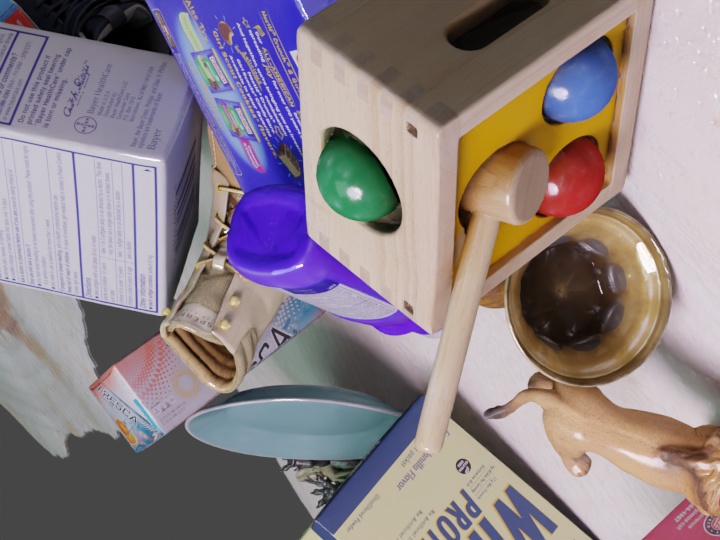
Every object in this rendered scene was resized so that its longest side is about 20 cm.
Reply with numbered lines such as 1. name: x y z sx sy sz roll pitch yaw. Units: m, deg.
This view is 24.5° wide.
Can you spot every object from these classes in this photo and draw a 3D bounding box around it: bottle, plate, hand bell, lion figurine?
1. bottle: 0.000 0.000 1.098 0.083 0.065 0.200 6 168 38
2. plate: -0.044 0.123 1.367 0.200 0.200 0.026 129 144 -65
3. hand bell: 0.103 0.010 1.039 0.104 0.104 0.200 58 168 -11
4. lion figurine: 0.166 0.099 0.969 0.200 0.073 0.122 10 171 10

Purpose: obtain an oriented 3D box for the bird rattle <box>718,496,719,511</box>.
1. bird rattle: 0.226 0.025 0.701 0.113 0.200 0.163 -3 97 61

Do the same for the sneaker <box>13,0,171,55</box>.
1. sneaker: -0.223 -0.214 1.284 0.202 0.077 0.146 48 169 -13

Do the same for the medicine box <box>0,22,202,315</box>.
1. medicine box: -0.224 -0.076 1.213 0.200 0.103 0.182 12 142 3

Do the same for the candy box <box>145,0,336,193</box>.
1. candy box: -0.038 -0.130 1.083 0.200 0.077 0.169 13 134 57

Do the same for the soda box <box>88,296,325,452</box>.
1. soda box: -0.116 0.059 1.322 0.068 0.200 0.064 53 146 0

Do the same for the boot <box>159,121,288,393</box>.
1. boot: -0.096 -0.021 1.226 0.073 0.156 0.200 15 143 22

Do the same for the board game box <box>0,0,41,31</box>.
1. board game box: -0.273 -0.155 1.353 0.196 0.056 0.200 50 171 -37

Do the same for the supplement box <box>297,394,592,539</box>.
1. supplement box: 0.059 0.236 1.302 0.200 0.134 0.200 40 155 5

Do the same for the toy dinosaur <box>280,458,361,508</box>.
1. toy dinosaur: -0.016 0.183 1.481 0.200 0.088 0.048 8 92 55

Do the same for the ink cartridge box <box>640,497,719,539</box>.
1. ink cartridge box: 0.246 0.231 0.980 0.200 0.145 0.084 31 148 40

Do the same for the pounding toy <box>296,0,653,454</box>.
1. pounding toy: 0.057 -0.051 0.862 0.142 0.200 0.184 39 151 28
